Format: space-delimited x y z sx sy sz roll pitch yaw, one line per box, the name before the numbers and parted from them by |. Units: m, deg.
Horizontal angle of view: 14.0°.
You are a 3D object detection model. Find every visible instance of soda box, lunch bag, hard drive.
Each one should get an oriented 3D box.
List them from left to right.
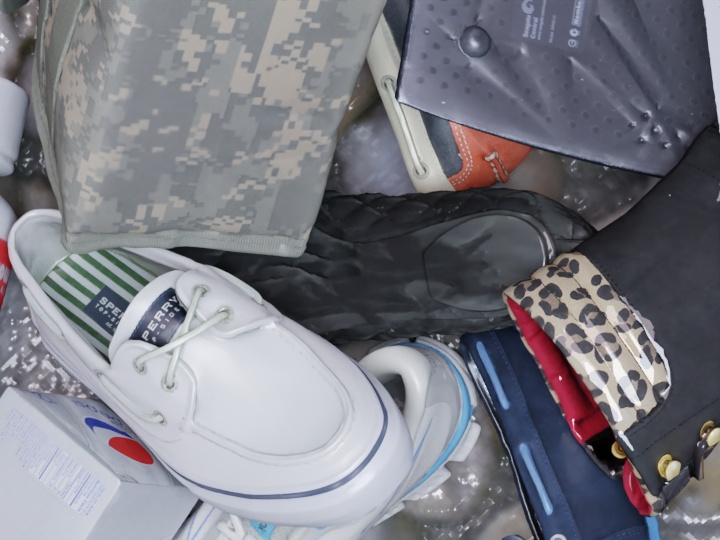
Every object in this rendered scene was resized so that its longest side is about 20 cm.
soda box | -0.148 0.144 1.121 0.063 0.068 0.200 37 99 24
lunch bag | -0.068 -0.132 1.101 0.117 0.164 0.200 2 46 -19
hard drive | 0.114 -0.100 1.120 0.200 0.042 0.135 11 81 -12

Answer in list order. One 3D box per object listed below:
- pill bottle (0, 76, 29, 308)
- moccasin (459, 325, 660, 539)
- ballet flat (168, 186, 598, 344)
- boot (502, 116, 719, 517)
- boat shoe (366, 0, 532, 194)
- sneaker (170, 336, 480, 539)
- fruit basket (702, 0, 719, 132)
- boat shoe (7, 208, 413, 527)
pill bottle | -0.199 0.014 1.153 0.114 0.114 0.200 12 83 13
moccasin | 0.076 0.111 1.108 0.068 0.081 0.200 -6 65 -5
ballet flat | 0.000 0.000 1.139 0.200 0.057 0.067 2 88 31
boot | 0.158 0.039 1.071 0.150 0.073 0.200 -35 100 -11
boat shoe | 0.001 -0.115 1.165 0.063 0.071 0.200 -35 80 6
sneaker | -0.037 0.100 1.122 0.075 0.087 0.200 38 90 13
fruit basket | 0.224 -0.048 1.007 0.200 0.094 0.186 -14 62 18
boat shoe | -0.067 0.034 1.087 0.200 0.067 0.074 22 68 42
